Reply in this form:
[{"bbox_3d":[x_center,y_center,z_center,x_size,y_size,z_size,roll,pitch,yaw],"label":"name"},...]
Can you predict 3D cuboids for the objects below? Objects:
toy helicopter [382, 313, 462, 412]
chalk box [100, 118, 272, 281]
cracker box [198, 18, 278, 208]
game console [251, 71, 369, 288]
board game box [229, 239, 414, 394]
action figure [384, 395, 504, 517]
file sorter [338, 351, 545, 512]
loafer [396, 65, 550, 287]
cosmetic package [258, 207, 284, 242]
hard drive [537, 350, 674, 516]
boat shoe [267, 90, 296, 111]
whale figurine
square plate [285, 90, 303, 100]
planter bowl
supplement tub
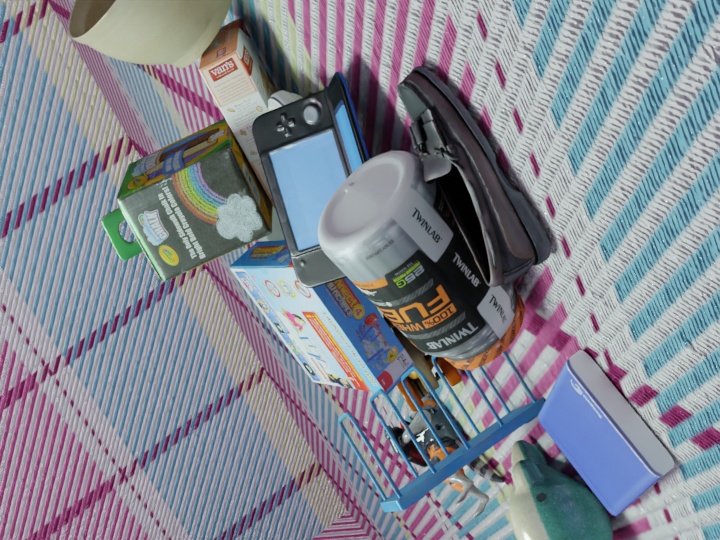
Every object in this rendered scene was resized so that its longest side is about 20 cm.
[{"bbox_3d":[0.051,0.080,1.529,0.133,0.078,0.201,57,-178,-37],"label":"toy helicopter"},{"bbox_3d":[-0.220,-0.082,1.427,0.124,0.197,0.126,-96,-18,-65],"label":"chalk box"},{"bbox_3d":[-0.127,-0.196,1.433,0.135,0.057,0.202,-97,-19,-62],"label":"cracker box"},{"bbox_3d":[-0.041,-0.088,1.217,0.118,0.168,0.204,-20,-87,-65],"label":"game console"},{"bbox_3d":[-0.051,0.055,1.445,0.201,0.056,0.195,56,155,-19],"label":"board game box"},{"bbox_3d":[0.134,0.269,1.725,0.199,0.104,0.195,25,-152,-57],"label":"action figure"},{"bbox_3d":[0.086,0.167,1.314,0.124,0.198,0.139,56,168,7],"label":"file sorter"},{"bbox_3d":[0.085,-0.079,0.988,0.202,0.063,0.072,56,169,2],"label":"loafer"},{"bbox_3d":[-0.110,-0.093,1.622,0.202,0.106,0.090,60,168,-27],"label":"cosmetic package"},{"bbox_3d":[0.234,0.165,1.132,0.133,0.025,0.201,53,168,18],"label":"hard drive"},{"bbox_3d":[-0.065,-0.112,1.334,0.202,0.069,0.071,60,167,6],"label":"boat shoe"},{"bbox_3d":[0.228,0.272,1.329,0.161,0.102,0.201,60,-169,-25],"label":"whale figurine"},{"bbox_3d":[-0.008,-0.101,1.383,0.198,0.028,0.201,48,165,36],"label":"square plate"},{"bbox_3d":[-0.237,-0.327,1.372,0.134,0.202,0.200,30,-177,-32],"label":"planter bowl"},{"bbox_3d":[0.062,-0.004,1.081,0.200,0.123,0.122,45,174,-29],"label":"supplement tub"}]
